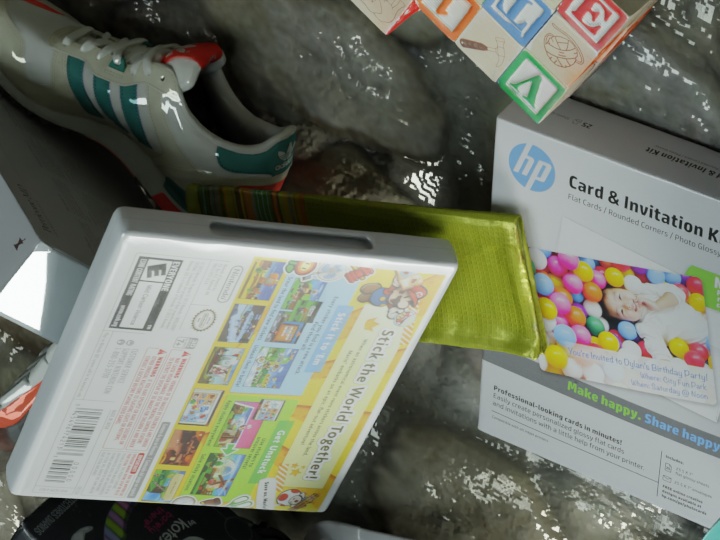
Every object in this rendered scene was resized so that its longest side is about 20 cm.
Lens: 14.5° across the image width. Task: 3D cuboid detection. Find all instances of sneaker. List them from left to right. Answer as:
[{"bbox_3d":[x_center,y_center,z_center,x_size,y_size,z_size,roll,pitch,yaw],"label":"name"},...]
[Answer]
[{"bbox_3d":[-0.168,0.084,1.697,0.082,0.077,0.200,43,138,-4],"label":"sneaker"},{"bbox_3d":[-0.117,-0.105,1.530,0.199,0.070,0.094,40,130,5],"label":"sneaker"}]

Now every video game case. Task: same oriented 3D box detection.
[{"bbox_3d":[-0.068,0.050,1.444,0.023,0.181,0.201,-107,32,-41],"label":"video game case"}]

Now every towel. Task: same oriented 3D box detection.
[{"bbox_3d":[0.000,0.000,1.471,0.199,0.018,0.087,6,128,30],"label":"towel"}]

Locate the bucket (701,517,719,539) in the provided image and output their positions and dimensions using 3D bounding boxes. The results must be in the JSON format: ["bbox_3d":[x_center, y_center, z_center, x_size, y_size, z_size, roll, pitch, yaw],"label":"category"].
[{"bbox_3d":[0.273,0.145,1.341,0.206,0.135,0.208,20,131,25],"label":"bucket"}]

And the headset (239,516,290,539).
[{"bbox_3d":[-0.085,0.154,1.698,0.123,0.094,0.200,35,150,15],"label":"headset"}]

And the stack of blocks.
[{"bbox_3d":[0.043,-0.168,1.358,0.200,0.059,0.115,44,137,4],"label":"stack of blocks"}]

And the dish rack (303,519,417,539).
[{"bbox_3d":[0.044,0.234,1.604,0.199,0.043,0.173,7,100,49],"label":"dish rack"}]

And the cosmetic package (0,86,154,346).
[{"bbox_3d":[-0.162,-0.024,1.502,0.052,0.151,0.200,-48,42,10],"label":"cosmetic package"}]

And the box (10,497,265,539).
[{"bbox_3d":[-0.106,0.207,1.594,0.200,0.122,0.106,41,129,4],"label":"box"}]

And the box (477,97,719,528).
[{"bbox_3d":[0.138,0.022,1.431,0.155,0.041,0.201,22,130,25],"label":"box"}]
